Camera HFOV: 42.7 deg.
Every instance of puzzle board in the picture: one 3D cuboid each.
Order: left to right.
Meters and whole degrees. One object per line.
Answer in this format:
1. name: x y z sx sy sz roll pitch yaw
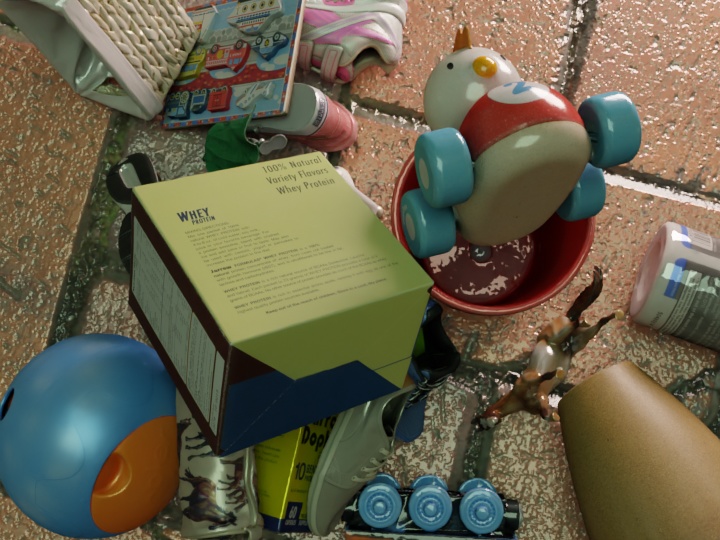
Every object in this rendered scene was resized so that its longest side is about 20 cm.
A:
1. puzzle board: -0.148 -0.240 1.039 0.197 0.017 0.154 1 78 37

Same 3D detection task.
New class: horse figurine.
1. horse figurine: 0.207 0.093 0.979 0.050 0.132 0.201 36 73 -5

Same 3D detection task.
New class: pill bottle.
1. pill bottle: 0.398 0.034 0.975 0.197 0.114 0.116 20 81 6

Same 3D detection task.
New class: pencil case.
1. pencil case: -0.133 0.157 0.878 0.088 0.077 0.204 -19 68 34

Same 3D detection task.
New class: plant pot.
1. plant pot: 0.130 -0.039 0.966 0.196 0.177 0.205 0 79 2
2. plant pot: 0.286 0.203 0.931 0.184 0.187 0.202 -27 66 -3

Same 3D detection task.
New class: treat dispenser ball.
1. treat dispenser ball: -0.266 0.166 0.934 0.197 0.201 0.205 0 80 2

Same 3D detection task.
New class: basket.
1. basket: -0.285 -0.281 1.006 0.134 0.200 0.125 22 73 26

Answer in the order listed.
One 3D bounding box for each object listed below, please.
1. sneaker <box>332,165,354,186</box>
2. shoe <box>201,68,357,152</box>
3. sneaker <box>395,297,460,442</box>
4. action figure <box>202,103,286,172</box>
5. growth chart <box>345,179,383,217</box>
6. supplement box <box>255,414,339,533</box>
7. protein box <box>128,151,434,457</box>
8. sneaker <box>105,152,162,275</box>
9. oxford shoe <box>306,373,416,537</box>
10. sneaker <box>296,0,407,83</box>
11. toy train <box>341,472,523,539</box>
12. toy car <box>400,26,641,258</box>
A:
1. sneaker: -0.095 -0.048 1.031 0.197 0.081 0.085 -21 96 3
2. shoe: -0.098 -0.180 1.057 0.198 0.091 0.073 16 88 35
3. sneaker: 0.052 0.105 0.945 0.088 0.203 0.078 27 46 35
4. action figure: -0.132 -0.120 0.993 0.054 0.199 0.121 -5 102 -26
5. growth chart: 0.000 0.000 0.990 0.017 0.144 0.204 -12 77 24
6. supplement box: -0.079 0.159 0.958 0.108 0.109 0.204 8 80 28
7. protein box: -0.079 0.020 0.820 0.196 0.136 0.200 -15 48 -31
8. sneaker: -0.207 -0.031 0.997 0.075 0.116 0.202 -29 47 2
9. oxford shoe: 0.000 0.179 0.905 0.057 0.075 0.203 27 103 21
10. sneaker: -0.039 -0.261 1.060 0.196 0.081 0.090 -7 78 2
11. toy train: 0.071 0.277 0.963 0.196 0.087 0.117 2 88 3
12. toy car: 0.112 -0.142 0.819 0.181 0.178 0.203 -14 67 -11
